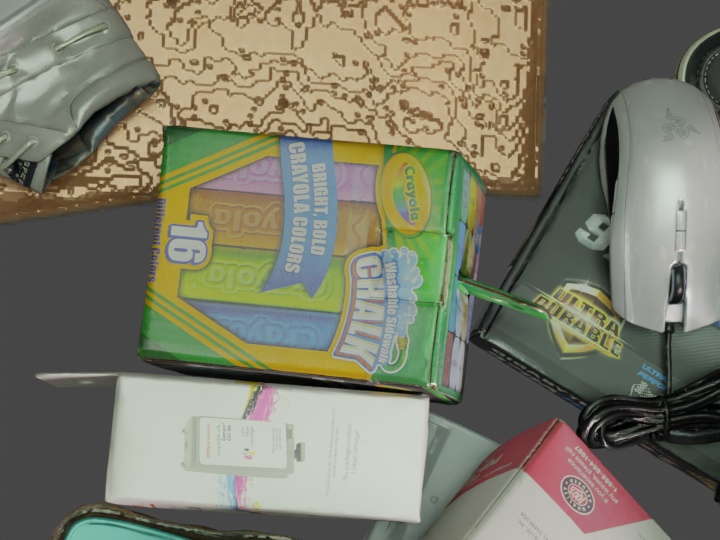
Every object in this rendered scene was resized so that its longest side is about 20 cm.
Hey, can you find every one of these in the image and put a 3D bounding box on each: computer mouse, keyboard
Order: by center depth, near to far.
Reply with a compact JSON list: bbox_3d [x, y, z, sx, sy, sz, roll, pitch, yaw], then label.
[{"bbox_3d":[0.164,-0.006,1.179,0.109,0.044,0.201,-2,85,-5],"label":"computer mouse"},{"bbox_3d":[0.018,0.178,1.212,0.056,0.011,0.201,26,83,-8],"label":"keyboard"}]

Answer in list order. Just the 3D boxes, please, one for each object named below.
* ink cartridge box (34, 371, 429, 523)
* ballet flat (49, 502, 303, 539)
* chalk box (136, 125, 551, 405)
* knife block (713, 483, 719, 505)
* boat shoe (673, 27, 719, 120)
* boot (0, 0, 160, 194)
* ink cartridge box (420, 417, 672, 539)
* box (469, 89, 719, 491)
[{"bbox_3d":[-0.068,0.093,1.153,0.199,0.116,0.068,5,83,-1],"label":"ink cartridge box"},{"bbox_3d":[-0.067,0.166,1.173,0.199,0.067,0.068,21,81,-5],"label":"ballet flat"},{"bbox_3d":[0.000,0.000,1.146,0.199,0.124,0.124,5,84,9],"label":"chalk box"},{"bbox_3d":[0.267,0.161,1.128,0.199,0.064,0.176,28,91,-8],"label":"knife block"},{"bbox_3d":[0.276,-0.110,1.239,0.199,0.062,0.075,1,86,-5],"label":"boat shoe"},{"bbox_3d":[-0.203,-0.077,1.178,0.200,0.074,0.096,-38,83,-9],"label":"boot"},{"bbox_3d":[0.080,0.198,1.130,0.147,0.083,0.200,48,51,-5],"label":"ink cartridge box"},{"bbox_3d":[0.183,0.021,1.224,0.200,0.046,0.159,32,83,-2],"label":"box"}]
